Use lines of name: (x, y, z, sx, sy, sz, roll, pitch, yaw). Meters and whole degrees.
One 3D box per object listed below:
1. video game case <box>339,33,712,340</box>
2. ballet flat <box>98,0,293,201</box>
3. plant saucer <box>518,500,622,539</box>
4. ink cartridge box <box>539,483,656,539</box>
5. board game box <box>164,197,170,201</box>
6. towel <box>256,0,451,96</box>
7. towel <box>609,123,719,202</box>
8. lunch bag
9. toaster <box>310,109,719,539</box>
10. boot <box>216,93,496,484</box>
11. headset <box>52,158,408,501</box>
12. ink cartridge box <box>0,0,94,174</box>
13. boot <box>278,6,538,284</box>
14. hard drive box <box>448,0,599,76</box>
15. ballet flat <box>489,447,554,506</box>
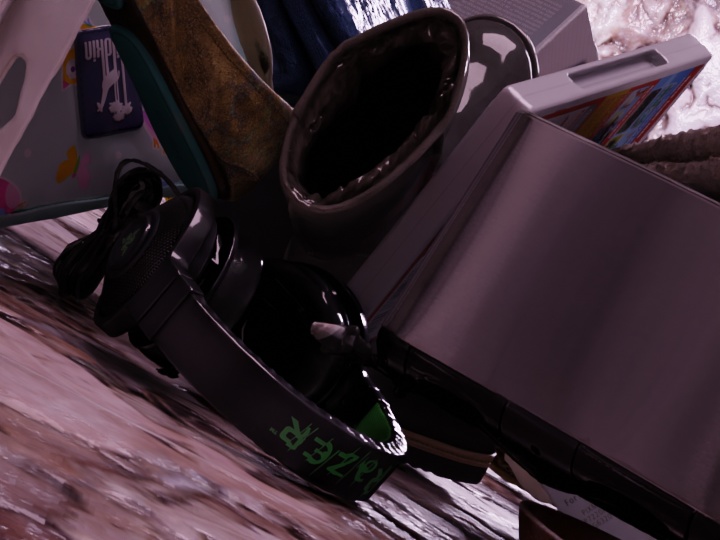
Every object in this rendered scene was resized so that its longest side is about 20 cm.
video game case: (0.070, -0.036, 0.984, 0.017, 0.143, 0.200, 46, 29, 14)
ballet flat: (-0.082, -0.118, 0.915, 0.071, 0.071, 0.201, 31, -25, 54)
plant saucer: (0.138, 0.147, 0.819, 0.199, 0.035, 0.200, 29, 2, -1)
ink cartridge box: (0.107, 0.047, 1.112, 0.174, 0.043, 0.200, 56, 19, -2)
board game box: (-0.043, -0.036, 1.372, 0.199, 0.056, 0.197, 30, -27, 36)
towel: (-0.007, -0.140, 1.097, 0.112, 0.048, 0.200, 65, 21, 3)
towel: (0.171, -0.012, 0.922, 0.132, 0.035, 0.200, 36, -7, -10)
lunch bag: (-0.148, -0.115, 0.987, 0.170, 0.122, 0.201, -13, 71, -44)
toaster: (0.116, 0.042, 0.864, 0.180, 0.119, 0.200, 28, -3, 32)
boot: (0.000, 0.000, 1.078, 0.199, 0.139, 0.077, 30, 2, 0)
headset: (-0.061, 0.025, 0.891, 0.123, 0.094, 0.200, 33, 14, -43)
ink cartridge box: (-0.207, -0.101, 0.821, 0.199, 0.129, 0.125, 30, 1, -9)
boot: (0.023, -0.069, 0.961, 0.072, 0.182, 0.200, 29, -17, 12)
hard drive box: (0.046, -0.042, 1.240, 0.077, 0.200, 0.156, 30, -27, 37)
ballet flat: (0.143, 0.130, 1.233, 0.063, 0.069, 0.199, -13, 31, -43)
